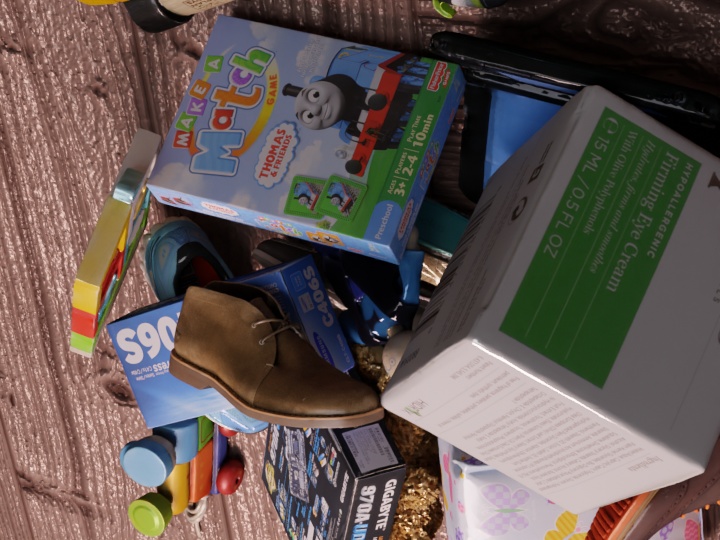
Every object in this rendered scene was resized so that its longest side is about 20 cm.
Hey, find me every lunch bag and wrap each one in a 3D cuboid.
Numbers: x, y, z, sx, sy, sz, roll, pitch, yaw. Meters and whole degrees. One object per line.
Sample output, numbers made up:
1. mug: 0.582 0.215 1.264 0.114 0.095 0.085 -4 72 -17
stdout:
1. lunch bag: 0.167 0.179 1.220 0.200 0.127 0.170 -9 115 -3

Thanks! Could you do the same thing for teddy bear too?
1. teddy bear: 0.022 0.148 1.287 0.145 0.067 0.200 50 153 31

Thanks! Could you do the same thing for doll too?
1. doll: 0.000 0.000 1.180 0.200 0.048 0.136 59 139 23

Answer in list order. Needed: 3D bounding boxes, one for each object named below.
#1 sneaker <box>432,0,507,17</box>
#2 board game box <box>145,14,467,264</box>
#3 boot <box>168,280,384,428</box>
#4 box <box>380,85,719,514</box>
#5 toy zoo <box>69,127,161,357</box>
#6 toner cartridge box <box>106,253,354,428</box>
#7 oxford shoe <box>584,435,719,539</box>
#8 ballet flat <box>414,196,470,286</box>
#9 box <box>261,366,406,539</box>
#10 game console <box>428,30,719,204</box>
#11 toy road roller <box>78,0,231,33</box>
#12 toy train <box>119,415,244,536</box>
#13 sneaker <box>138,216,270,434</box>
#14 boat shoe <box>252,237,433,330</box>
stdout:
1. sneaker: 0.050 -0.263 1.053 0.083 0.072 0.200 2 119 29
2. board game box: -0.040 -0.100 1.159 0.200 0.151 0.037 14 163 21
3. boot: -0.064 0.061 1.128 0.200 0.074 0.076 18 107 39
4. box: 0.149 0.028 1.037 0.171 0.199 0.200 30 159 -6
5. toy zoo: -0.188 -0.023 1.202 0.020 0.131 0.200 20 157 -3
6. toner cartridge box: -0.106 0.058 1.233 0.200 0.043 0.095 -18 98 38
7. oxford shoe: 0.233 0.153 1.114 0.073 0.071 0.200 38 97 -5
8. ballet flat: 0.104 0.004 1.201 0.200 0.071 0.065 30 152 14
9. box: -0.027 0.166 1.286 0.200 0.046 0.159 100 150 -44
10. game console: 0.149 -0.082 1.086 0.200 0.176 0.116 16 96 19
11. toy road roller: -0.149 -0.263 1.095 0.123 0.200 0.146 -13 75 33
12. toy train: -0.168 0.202 1.426 0.085 0.116 0.200 18 125 19
13. sneaker: -0.124 0.055 1.315 0.200 0.078 0.090 66 165 -19
14. boat shoe: 0.009 0.017 1.265 0.200 0.057 0.067 29 167 14
